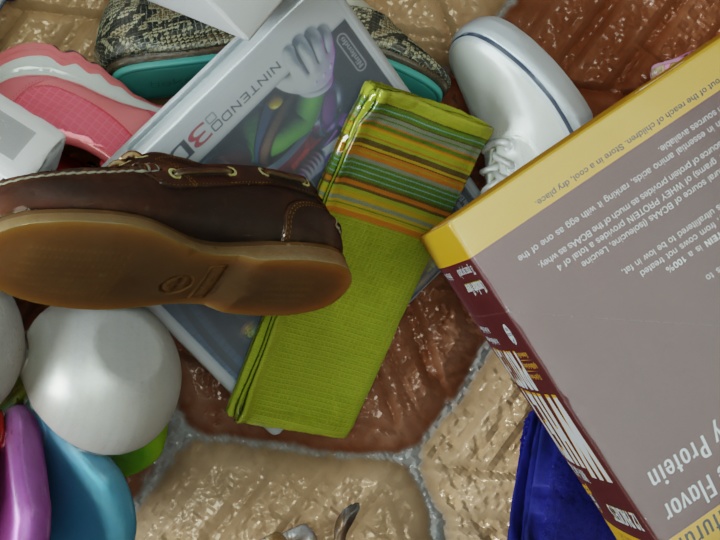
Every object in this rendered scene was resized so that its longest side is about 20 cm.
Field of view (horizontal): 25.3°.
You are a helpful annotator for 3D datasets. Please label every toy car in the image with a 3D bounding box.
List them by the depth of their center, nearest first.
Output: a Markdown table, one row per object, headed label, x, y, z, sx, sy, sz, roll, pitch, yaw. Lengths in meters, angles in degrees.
| label | x | y | z | sx | sy | sz | roll | pitch | yaw |
| --- | --- | --- | --- | --- | --- | --- | --- | --- | --- |
| toy car | -0.189 | 0.094 | 0.788 | 0.199 | 0.175 | 0.150 | 15 | 55 | -31 |

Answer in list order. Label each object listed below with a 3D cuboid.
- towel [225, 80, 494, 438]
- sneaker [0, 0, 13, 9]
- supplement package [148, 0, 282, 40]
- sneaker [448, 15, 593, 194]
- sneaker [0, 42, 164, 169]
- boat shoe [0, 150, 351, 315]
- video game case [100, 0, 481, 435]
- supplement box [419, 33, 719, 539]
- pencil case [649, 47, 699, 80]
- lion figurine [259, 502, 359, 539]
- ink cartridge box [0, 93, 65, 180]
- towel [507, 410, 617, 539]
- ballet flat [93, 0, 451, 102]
| label | x | y | z | sx | sy | sz | roll | pitch | yaw |
| --- | --- | --- | --- | --- | --- | --- | --- | --- | --- |
| towel | 0.000 | 0.000 | 0.867 | 0.086 | 0.018 | 0.201 | 14 | 107 | -34 |
| sneaker | -0.225 | -0.175 | 0.877 | 0.085 | 0.077 | 0.201 | -7 | 97 | -17 |
| supplement package | -0.097 | -0.212 | 0.807 | 0.121 | 0.200 | 0.120 | -50 | 123 | -5 |
| sneaker | 0.098 | -0.043 | 0.892 | 0.071 | 0.073 | 0.200 | -34 | 99 | -32 |
| sneaker | -0.109 | -0.052 | 0.855 | 0.199 | 0.087 | 0.074 | 13 | 129 | -15 |
| boat shoe | -0.096 | -0.022 | 0.767 | 0.199 | 0.070 | 0.071 | 8 | 53 | -40 |
| video game case | -0.036 | -0.030 | 0.857 | 0.182 | 0.023 | 0.200 | -45 | 131 | -6 |
| supplement box | 0.168 | 0.010 | 0.801 | 0.197 | 0.133 | 0.200 | -34 | 90 | -4 |
| pencil case | 0.219 | -0.033 | 0.915 | 0.082 | 0.087 | 0.201 | -10 | 91 | 11 |
| lion figurine | -0.058 | 0.215 | 0.852 | 0.200 | 0.072 | 0.123 | -25 | 80 | -23 |
| ink cartridge box | -0.247 | -0.040 | 0.823 | 0.161 | 0.200 | 0.050 | 31 | 52 | -1 |
| towel | 0.180 | 0.153 | 0.898 | 0.199 | 0.050 | 0.148 | 18 | 54 | -4 |
| ballet flat | -0.048 | -0.134 | 0.899 | 0.199 | 0.068 | 0.076 | 1 | 68 | -5 |
